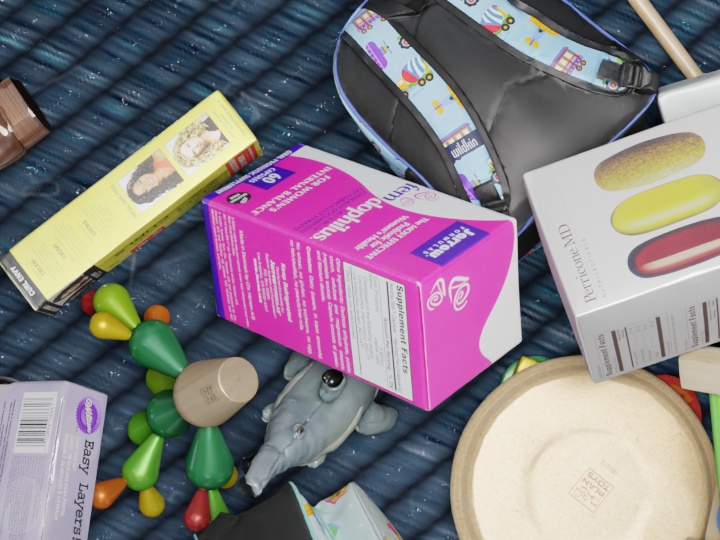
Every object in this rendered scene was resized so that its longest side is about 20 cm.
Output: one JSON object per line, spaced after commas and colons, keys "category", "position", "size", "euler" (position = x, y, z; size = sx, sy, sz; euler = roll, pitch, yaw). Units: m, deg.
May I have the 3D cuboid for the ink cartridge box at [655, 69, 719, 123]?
{"category": "ink cartridge box", "position": [0.315, -0.054, 1.094], "size": [0.173, 0.044, 0.200], "euler": [-16, 98, 10]}

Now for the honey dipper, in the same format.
{"category": "honey dipper", "position": [0.204, -0.208, 1.180], "size": [0.038, 0.038, 0.200], "euler": [-37, 88, -3]}

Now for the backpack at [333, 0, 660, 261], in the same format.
{"category": "backpack", "position": [0.086, -0.122, 1.120], "size": [0.183, 0.135, 0.200], "euler": [-45, 75, -4]}

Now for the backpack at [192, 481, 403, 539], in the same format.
{"category": "backpack", "position": [-0.012, 0.255, 1.052], "size": [0.153, 0.176, 0.200], "euler": [-24, 120, -9]}

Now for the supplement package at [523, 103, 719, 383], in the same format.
{"category": "supplement package", "position": [0.219, -0.025, 1.004], "size": [0.200, 0.110, 0.114], "euler": [-20, 60, 4]}

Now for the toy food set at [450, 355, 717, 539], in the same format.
{"category": "toy food set", "position": [0.164, 0.157, 1.131], "size": [0.200, 0.049, 0.198], "euler": [23, 84, 4]}

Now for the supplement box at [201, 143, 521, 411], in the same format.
{"category": "supplement box", "position": [0.000, 0.000, 1.064], "size": [0.200, 0.104, 0.101], "euler": [22, 41, 36]}

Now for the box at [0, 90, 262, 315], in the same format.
{"category": "box", "position": [-0.165, -0.048, 1.150], "size": [0.200, 0.075, 0.050], "euler": [-38, 86, -4]}

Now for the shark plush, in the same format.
{"category": "shark plush", "position": [-0.036, 0.085, 1.087], "size": [0.091, 0.200, 0.083], "euler": [46, 132, 14]}

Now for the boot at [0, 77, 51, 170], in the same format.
{"category": "boot", "position": [-0.359, -0.114, 1.172], "size": [0.200, 0.064, 0.187], "euler": [-36, 82, 2]}

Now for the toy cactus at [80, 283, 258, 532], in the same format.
{"category": "toy cactus", "position": [-0.132, 0.092, 1.093], "size": [0.102, 0.165, 0.200], "euler": [-11, 80, -36]}

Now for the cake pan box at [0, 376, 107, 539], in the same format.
{"category": "cake pan box", "position": [-0.268, 0.170, 1.085], "size": [0.184, 0.052, 0.201], "euler": [-5, 71, 30]}

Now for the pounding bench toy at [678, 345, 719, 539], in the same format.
{"category": "pounding bench toy", "position": [0.284, 0.147, 1.055], "size": [0.200, 0.124, 0.156], "euler": [18, 84, -23]}
